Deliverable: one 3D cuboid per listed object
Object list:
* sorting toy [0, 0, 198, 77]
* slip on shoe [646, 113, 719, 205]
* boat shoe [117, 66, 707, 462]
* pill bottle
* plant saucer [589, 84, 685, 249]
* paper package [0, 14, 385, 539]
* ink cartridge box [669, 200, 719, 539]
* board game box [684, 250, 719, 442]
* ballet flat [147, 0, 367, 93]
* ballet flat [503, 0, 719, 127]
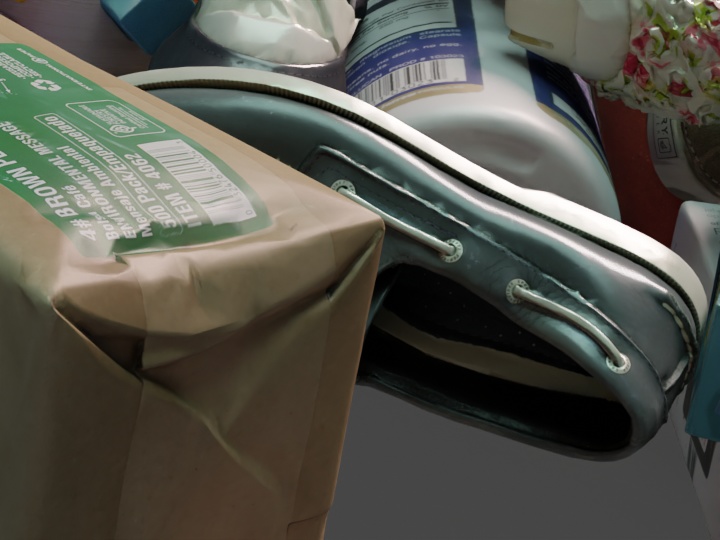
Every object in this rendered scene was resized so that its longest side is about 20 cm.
[{"bbox_3d":[-0.131,-0.137,0.914,0.200,0.180,0.107,7,38,-11],"label":"sorting toy"},{"bbox_3d":[0.190,-0.042,0.990,0.061,0.076,0.200,-5,-16,40],"label":"slip on shoe"},{"bbox_3d":[0.000,0.000,0.724,0.200,0.073,0.062,19,44,2],"label":"boat shoe"},{"bbox_3d":[0.034,-0.045,0.949,0.111,0.111,0.200,8,24,-4],"label":"pill bottle"},{"bbox_3d":[0.158,-0.108,1.036,0.037,0.200,0.200,-6,10,39],"label":"plant saucer"},{"bbox_3d":[-0.111,0.036,0.619,0.200,0.191,0.103,31,31,36],"label":"paper package"},{"bbox_3d":[0.173,0.052,0.846,0.116,0.067,0.200,7,25,-7],"label":"ink cartridge box"},{"bbox_3d":[0.189,0.007,0.808,0.151,0.047,0.200,14,26,7],"label":"board game box"},{"bbox_3d":[-0.031,-0.090,0.873,0.073,0.073,0.200,11,25,2],"label":"ballet flat"},{"bbox_3d":[0.068,-0.109,0.910,0.064,0.076,0.200,-12,38,-26],"label":"ballet flat"}]
